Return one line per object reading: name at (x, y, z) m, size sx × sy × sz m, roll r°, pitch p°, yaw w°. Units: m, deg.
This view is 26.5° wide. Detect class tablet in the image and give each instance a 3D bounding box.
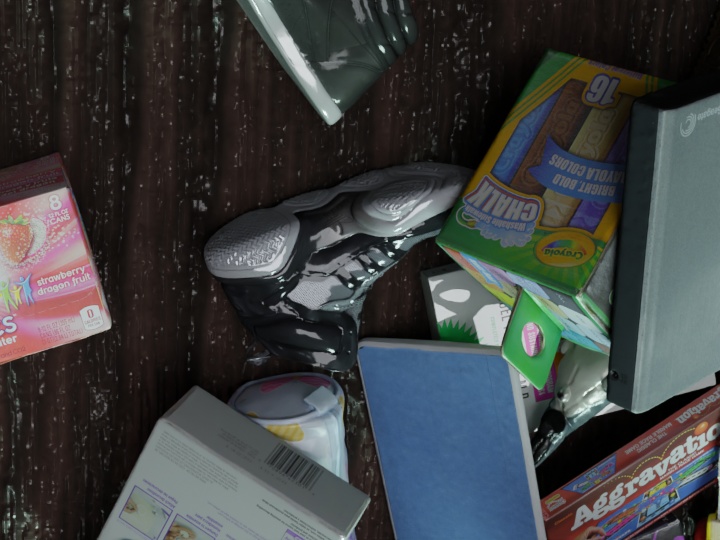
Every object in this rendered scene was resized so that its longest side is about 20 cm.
tablet at (0.069, 0.142, 1.109) m, size 0.130 × 0.014 × 0.201 m, roll 2°, pitch 114°, yaw 32°

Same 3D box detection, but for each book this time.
book at (0.152, 0.041, 1.125) m, size 0.199 × 0.048 × 0.134 m, roll -14°, pitch 105°, yaw -9°

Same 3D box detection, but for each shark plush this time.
shark plush at (0.189, 0.077, 1.085) m, size 0.200 × 0.091 × 0.083 m, roll -55°, pitch 136°, yaw -4°

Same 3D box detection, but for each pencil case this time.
pencil case at (-0.041, 0.173, 1.090) m, size 0.083 × 0.091 × 0.201 m, roll -21°, pitch 112°, yaw -34°

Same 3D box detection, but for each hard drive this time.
hard drive at (0.213, -0.025, 0.961) m, size 0.139 × 0.033 × 0.201 m, roll -21°, pitch 122°, yaw -39°

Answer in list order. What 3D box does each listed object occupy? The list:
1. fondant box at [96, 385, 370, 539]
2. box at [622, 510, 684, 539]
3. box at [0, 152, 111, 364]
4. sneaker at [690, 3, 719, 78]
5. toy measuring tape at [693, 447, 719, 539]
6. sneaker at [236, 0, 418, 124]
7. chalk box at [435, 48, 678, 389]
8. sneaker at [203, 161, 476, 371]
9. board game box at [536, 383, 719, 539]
fondant box at (-0.103, 0.199, 1.044) m, size 0.144 × 0.058 × 0.200 m, roll 32°, pitch 117°, yaw 5°
box at (0.211, 0.301, 1.231) m, size 0.143 × 0.036 × 0.201 m, roll -22°, pitch 114°, yaw -7°
box at (-0.271, 0.007, 0.972) m, size 0.199 × 0.095 × 0.103 m, roll -18°, pitch 112°, yaw -8°
sneaker at (0.307, -0.150, 1.081) m, size 0.112 × 0.071 × 0.200 m, roll 16°, pitch 111°, yaw -15°
toy measuring tape at (0.294, 0.185, 1.188) m, size 0.073 × 0.074 × 0.201 m, roll -11°, pitch 118°, yaw -11°
sneaker at (-0.035, -0.199, 0.980) m, size 0.099 × 0.071 × 0.200 m, roll -36°, pitch 119°, yaw -2°
chalk box at (0.145, -0.022, 1.012) m, size 0.200 × 0.124 × 0.124 m, roll -58°, pitch 139°, yaw -8°
sneaker at (0.000, 0.000, 1.054) m, size 0.199 × 0.076 × 0.114 m, roll -17°, pitch 113°, yaw -3°
board game box at (0.220, 0.156, 1.154) m, size 0.200 × 0.019 × 0.103 m, roll -31°, pitch 140°, yaw -11°
